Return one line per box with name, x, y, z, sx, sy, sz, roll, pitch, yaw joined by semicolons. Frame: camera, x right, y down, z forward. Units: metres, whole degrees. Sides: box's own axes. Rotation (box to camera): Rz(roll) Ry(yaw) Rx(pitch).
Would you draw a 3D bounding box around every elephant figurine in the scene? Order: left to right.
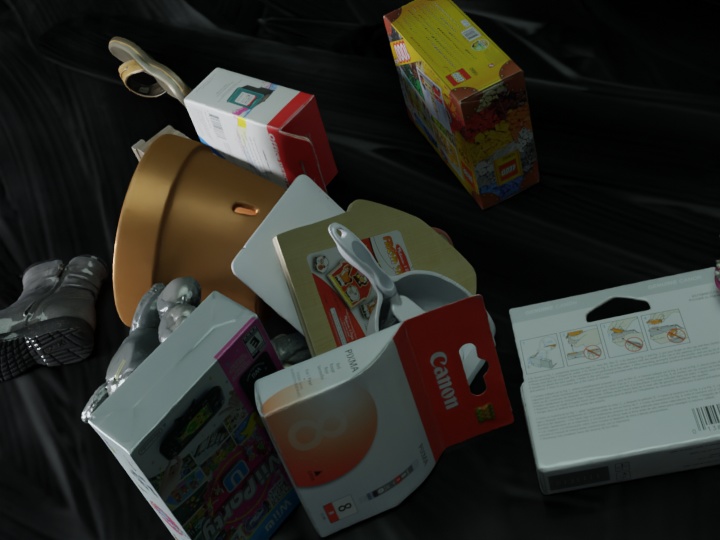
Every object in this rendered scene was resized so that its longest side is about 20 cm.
elephant figurine;-0.124;0.105;0.947;0.154;0.199;0.144;-12;55;45

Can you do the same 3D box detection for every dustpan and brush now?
dustpan and brush;0.036;0.037;0.900;0.140;0.200;0.057;-51;8;-30

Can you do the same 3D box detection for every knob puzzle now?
knob puzzle;0.027;0.030;0.951;0.221;0.219;0.030;-54;12;-30

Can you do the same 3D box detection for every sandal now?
sandal;-0.294;-0.264;1.385;0.199;0.080;0.054;38;89;36

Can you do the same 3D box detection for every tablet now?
tablet;-0.016;0.017;0.958;0.131;0.200;0.014;-55;12;-31

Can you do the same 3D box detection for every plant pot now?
plant pot;-0.150;-0.026;1.032;0.138;0.202;0.202;12;51;7

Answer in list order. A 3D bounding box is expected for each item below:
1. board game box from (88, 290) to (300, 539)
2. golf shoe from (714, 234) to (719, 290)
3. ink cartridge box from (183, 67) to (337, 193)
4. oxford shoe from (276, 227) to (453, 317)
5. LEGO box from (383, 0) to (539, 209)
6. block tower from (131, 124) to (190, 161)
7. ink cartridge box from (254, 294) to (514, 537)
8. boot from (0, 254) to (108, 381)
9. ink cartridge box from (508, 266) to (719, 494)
board game box;-0.116;0.143;0.839;0.064;0.202;0.148;23;59;37
golf shoe;0.379;-0.016;0.923;0.091;0.075;0.200;42;42;-4
ink cartridge box;-0.101;-0.151;1.171;0.198;0.117;0.067;22;57;33
oxford shoe;0.000;0.000;1.030;0.197;0.072;0.074;-15;4;-18
LEGO box;0.111;-0.192;1.114;0.076;0.150;0.201;-25;44;-6
block tower;-0.193;-0.110;1.209;0.058;0.054;0.199;-41;49;-22
ink cartridge box;0.030;0.125;0.834;0.197;0.164;0.050;-20;38;0
boot;-0.380;0.050;1.123;0.196;0.071;0.133;-6;42;-2
ink cartridge box;0.237;0.093;0.878;0.196;0.044;0.175;-12;45;8
